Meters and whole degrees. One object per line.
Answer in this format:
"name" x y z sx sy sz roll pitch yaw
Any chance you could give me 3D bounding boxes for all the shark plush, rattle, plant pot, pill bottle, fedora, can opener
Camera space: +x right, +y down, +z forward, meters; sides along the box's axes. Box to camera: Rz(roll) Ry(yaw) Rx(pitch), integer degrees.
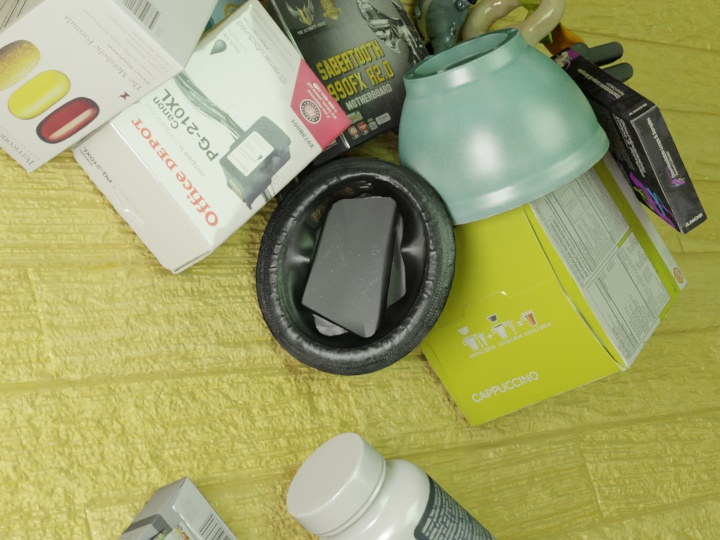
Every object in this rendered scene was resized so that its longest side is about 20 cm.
"shark plush" 0.095 -0.294 1.963 0.091 0.083 0.200 47 40 -20
"rattle" 0.177 -0.232 2.015 0.201 0.130 0.143 -73 155 -43
"plant pot" 0.118 -0.145 1.675 0.200 0.200 0.135 -43 116 -51
"pill bottle" 0.035 0.236 1.557 0.200 0.119 0.120 45 41 -23
"fedora" 0.000 0.000 1.648 0.092 0.200 0.201 43 28 -78
"can opener" 0.252 -0.222 1.948 0.200 0.067 0.054 -22 85 -52

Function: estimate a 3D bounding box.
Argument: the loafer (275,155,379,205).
"loafer" -0.007 -0.085 1.732 0.200 0.071 0.073 -9 76 -51

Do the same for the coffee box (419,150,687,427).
"coffee box" 0.170 0.004 1.782 0.200 0.199 0.198 58 37 -10

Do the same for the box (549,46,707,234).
"box" 0.264 -0.132 1.783 0.143 0.036 0.200 59 -3 -31

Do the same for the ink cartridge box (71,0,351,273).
"ink cartridge box" -0.128 -0.118 1.552 0.145 0.084 0.200 51 57 -10

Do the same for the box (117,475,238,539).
"box" -0.146 0.282 1.384 0.156 0.041 0.200 53 38 -13

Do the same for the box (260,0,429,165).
"box" -0.011 -0.204 1.725 0.200 0.048 0.159 -29 93 -53

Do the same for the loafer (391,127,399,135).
"loafer" 0.045 -0.168 1.865 0.200 0.063 0.072 41 73 -18

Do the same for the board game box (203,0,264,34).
"board game box" -0.086 -0.213 1.727 0.200 0.056 0.197 -23 87 -52

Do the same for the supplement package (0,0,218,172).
"supplement package" -0.227 -0.185 1.429 0.114 0.200 0.110 43 41 -23
